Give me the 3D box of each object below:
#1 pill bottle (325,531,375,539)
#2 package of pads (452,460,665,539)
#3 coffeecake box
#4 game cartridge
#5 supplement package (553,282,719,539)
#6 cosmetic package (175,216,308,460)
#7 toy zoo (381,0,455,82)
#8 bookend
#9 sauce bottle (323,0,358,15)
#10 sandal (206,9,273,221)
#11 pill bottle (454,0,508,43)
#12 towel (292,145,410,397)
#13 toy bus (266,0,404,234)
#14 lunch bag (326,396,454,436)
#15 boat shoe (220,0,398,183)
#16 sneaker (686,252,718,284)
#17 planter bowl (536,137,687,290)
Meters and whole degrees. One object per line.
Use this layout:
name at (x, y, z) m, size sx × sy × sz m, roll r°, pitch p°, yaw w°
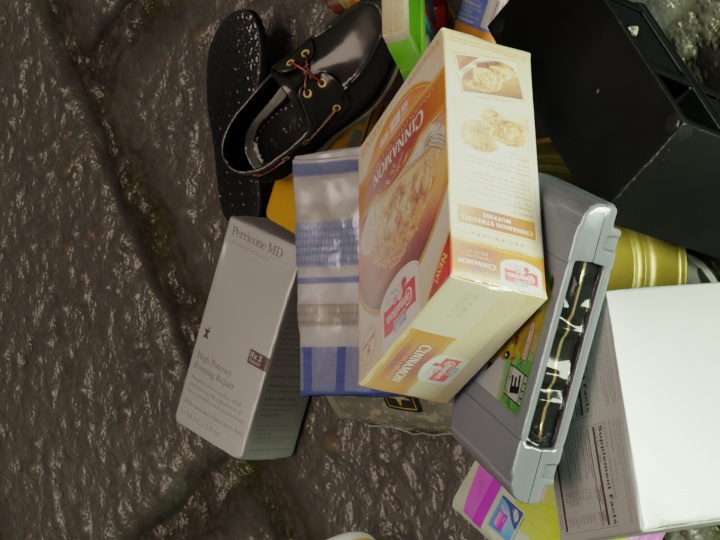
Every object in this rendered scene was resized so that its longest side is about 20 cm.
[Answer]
pill bottle at (0.015, 0.325, 1.439) m, size 0.112 × 0.112 × 0.200 m, roll -52°, pitch 56°, yaw 26°
package of pads at (0.176, 0.148, 1.336) m, size 0.154 × 0.068 × 0.201 m, roll 40°, pitch 113°, yaw 36°
coffeecake box at (0.058, -0.035, 1.198) m, size 0.154 × 0.072 × 0.201 m, roll 128°, pitch 148°, yaw -51°
game cartridge at (0.112, 0.040, 1.167) m, size 0.133 × 0.040 × 0.202 m, roll -138°, pitch 60°, yaw -72°
supplement package at (0.236, 0.093, 1.182) m, size 0.111 × 0.198 × 0.157 m, roll 151°, pitch 114°, yaw -64°
cosmetic package at (-0.090, 0.060, 1.578) m, size 0.101 × 0.074 × 0.202 m, roll 24°, pitch 104°, yaw 40°
toy zoo at (0.061, -0.168, 1.392) m, size 0.020 × 0.200 × 0.132 m, roll -13°, pitch 51°, yaw 17°
bookend at (0.221, -0.115, 1.253) m, size 0.092 × 0.199 × 0.200 m, roll -49°, pitch 46°, yaw 28°
sauce bottle at (0.052, -0.268, 1.478) m, size 0.199 × 0.066 × 0.067 m, roll -12°, pitch 79°, yaw 43°
sandal at (-0.104, -0.143, 1.630) m, size 0.075 × 0.048 × 0.202 m, roll 11°, pitch 107°, yaw 40°
pill bottle at (0.150, -0.252, 1.349) m, size 0.112 × 0.112 × 0.202 m, roll 26°, pitch 103°, yaw 40°
towel at (0.000, 0.000, 1.372) m, size 0.146 × 0.024 × 0.202 m, roll -3°, pitch 87°, yaw 42°
toy bus at (-0.013, -0.129, 1.486) m, size 0.065 × 0.078 × 0.201 m, roll 30°, pitch 111°, yaw 33°
lunch bag at (0.049, 0.038, 1.426) m, size 0.163 × 0.117 × 0.202 m, roll 3°, pitch 94°, yaw 35°
boat shoe at (-0.037, -0.146, 1.416) m, size 0.201 × 0.063 × 0.074 m, roll -45°, pitch 66°, yaw 30°
sneaker at (0.192, -0.004, 1.326) m, size 0.200 × 0.079 × 0.074 m, roll 41°, pitch 112°, yaw 34°
planter bowl at (0.130, -0.002, 1.271) m, size 0.199 × 0.083 × 0.202 m, roll -2°, pitch 86°, yaw 26°
